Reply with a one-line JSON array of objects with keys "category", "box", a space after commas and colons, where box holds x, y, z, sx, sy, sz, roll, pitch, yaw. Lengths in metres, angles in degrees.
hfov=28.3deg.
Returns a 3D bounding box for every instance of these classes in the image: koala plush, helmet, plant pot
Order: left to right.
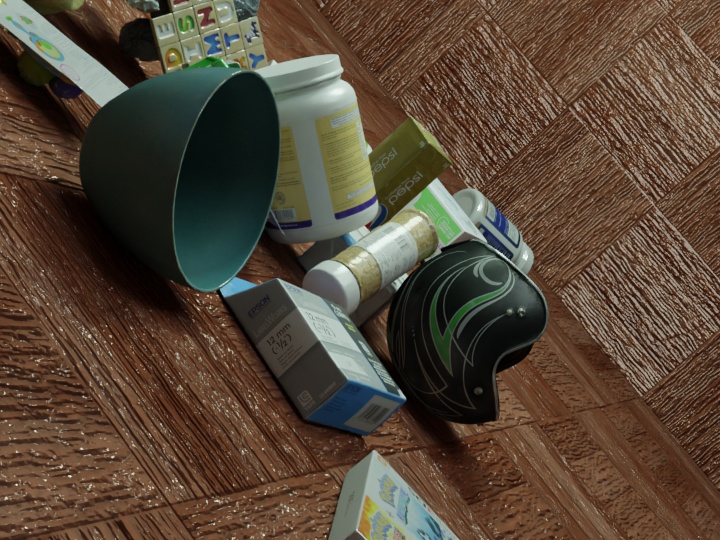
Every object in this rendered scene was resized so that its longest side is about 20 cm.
[{"category": "koala plush", "box": [-0.235, -0.367, 1.742, 0.181, 0.180, 0.200, 4, -13, 23]}, {"category": "plant pot", "box": [-0.175, -0.095, 1.301, 0.133, 0.203, 0.200, 15, 1, 20]}, {"category": "helmet", "box": [0.125, 0.082, 1.745, 0.200, 0.191, 0.200, 45, -9, 9]}]

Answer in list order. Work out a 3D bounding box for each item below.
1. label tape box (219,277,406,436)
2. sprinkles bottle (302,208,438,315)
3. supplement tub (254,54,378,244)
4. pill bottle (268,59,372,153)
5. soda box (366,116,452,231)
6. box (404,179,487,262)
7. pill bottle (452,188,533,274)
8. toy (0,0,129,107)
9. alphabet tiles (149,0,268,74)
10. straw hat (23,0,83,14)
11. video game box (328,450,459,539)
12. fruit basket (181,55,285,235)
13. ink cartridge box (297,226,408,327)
[{"category": "label tape box", "box": [-0.054, 0.066, 1.456, 0.201, 0.066, 0.143, 56, 14, 25]}, {"category": "sprinkles bottle", "box": [0.015, -0.008, 1.706, 0.068, 0.068, 0.199, 49, 44, 7]}, {"category": "supplement tub", "box": [-0.064, -0.147, 1.727, 0.146, 0.143, 0.203, -83, 161, -75]}, {"category": "pill bottle", "box": [-0.087, -0.207, 2.094, 0.200, 0.111, 0.111, 45, 12, -15]}, {"category": "soda box", "box": [0.027, -0.118, 2.000, 0.068, 0.200, 0.064, 34, 18, -49]}, {"category": "box", "box": [0.111, -0.103, 2.523, 0.201, 0.096, 0.176, 53, 10, 16]}, {"category": "pill bottle", "box": [0.252, -0.062, 2.847, 0.200, 0.116, 0.116, 41, 14, -33]}, {"category": "toy", "box": [-0.323, -0.217, 1.429, 0.200, 0.047, 0.115, 43, 16, -9]}, {"category": "alphabet tiles", "box": [-0.174, -0.253, 1.715, 0.166, 0.007, 0.203, -28, 111, -44]}, {"category": "straw hat", "box": [-0.346, -0.330, 1.590, 0.201, 0.198, 0.086, -17, 104, -77]}, {"category": "video game box", "box": [0.051, 0.265, 1.253, 0.182, 0.047, 0.200, 45, 12, -6]}, {"category": "fruit basket", "box": [-0.139, -0.144, 1.609, 0.201, 0.093, 0.185, 57, -5, -15]}, {"category": "ink cartridge box", "box": [0.000, 0.000, 1.852, 0.116, 0.067, 0.200, 49, 12, 4]}]
